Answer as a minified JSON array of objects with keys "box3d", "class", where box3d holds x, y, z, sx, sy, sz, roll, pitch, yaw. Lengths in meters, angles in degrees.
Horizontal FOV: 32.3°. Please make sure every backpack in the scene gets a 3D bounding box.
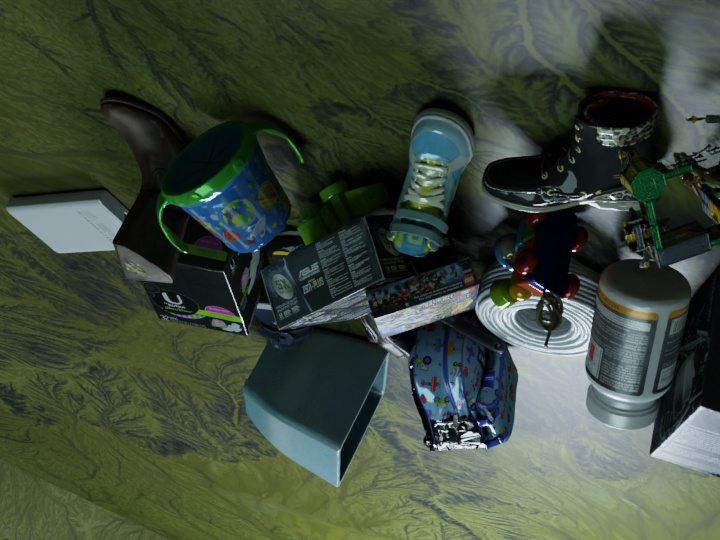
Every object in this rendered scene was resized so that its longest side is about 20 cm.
[{"box3d":[0.147,0.148,1.842,0.134,0.183,0.200,-4,136,20],"class":"backpack"}]

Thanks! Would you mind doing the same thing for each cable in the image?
[{"box3d":[0.256,0.049,1.695,0.199,0.069,0.200,24,152,-13],"class":"cable"}]

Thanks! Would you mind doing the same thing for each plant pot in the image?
[{"box3d":[-0.083,0.207,2.075,0.199,0.196,0.197,24,154,10],"class":"plant pot"}]

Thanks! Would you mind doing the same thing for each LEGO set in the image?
[{"box3d":[0.355,-0.094,1.317,0.199,0.116,0.154,-26,116,4],"class":"LEGO set"}]

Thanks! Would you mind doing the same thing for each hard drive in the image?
[{"box3d":[-0.430,-0.073,1.914,0.199,0.026,0.132,-2,147,33],"class":"hard drive"}]

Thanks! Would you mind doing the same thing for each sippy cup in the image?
[{"box3d":[-0.158,-0.097,1.564,0.177,0.140,0.130,-17,128,33],"class":"sippy cup"}]

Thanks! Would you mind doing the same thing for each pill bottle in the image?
[{"box3d":[0.349,0.096,1.590,0.116,0.116,0.201,11,121,12],"class":"pill bottle"}]

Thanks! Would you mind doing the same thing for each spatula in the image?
[{"box3d":[0.121,0.068,1.776,0.200,0.057,0.021,27,180,16],"class":"spatula"}]

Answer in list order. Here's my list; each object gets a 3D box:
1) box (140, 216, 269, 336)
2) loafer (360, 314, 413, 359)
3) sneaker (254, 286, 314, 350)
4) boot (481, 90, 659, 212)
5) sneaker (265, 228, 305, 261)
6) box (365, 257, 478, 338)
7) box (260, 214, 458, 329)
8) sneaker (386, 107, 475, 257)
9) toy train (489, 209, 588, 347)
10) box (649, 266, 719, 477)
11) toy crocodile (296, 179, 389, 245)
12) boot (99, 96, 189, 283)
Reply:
[{"box3d":[-0.229,-0.013,1.801,0.148,0.125,0.200,10,151,11],"class":"box"},{"box3d":[0.031,0.084,1.885,0.071,0.073,0.200,0,148,27],"class":"loafer"},{"box3d":[-0.168,0.060,1.955,0.202,0.077,0.146,11,150,9],"class":"sneaker"},{"box3d":[0.230,-0.133,1.368,0.203,0.074,0.154,3,148,13],"class":"boot"},{"box3d":[-0.046,0.008,1.770,0.199,0.090,0.070,16,153,1],"class":"sneaker"},{"box3d":[0.081,0.038,1.606,0.136,0.038,0.200,-18,169,1],"class":"box"},{"box3d":[0.000,0.000,1.618,0.200,0.086,0.163,-26,167,40],"class":"box"},{"box3d":[0.081,-0.092,1.467,0.079,0.131,0.200,15,153,8],"class":"sneaker"},{"box3d":[0.201,0.020,1.521,0.084,0.201,0.116,29,147,-22],"class":"toy train"},{"box3d":[0.467,0.133,1.585,0.124,0.201,0.197,17,153,0],"class":"box"},{"box3d":[-0.029,-0.073,1.650,0.068,0.062,0.200,60,150,4],"class":"toy crocodile"},{"box3d":[-0.286,-0.099,1.589,0.186,0.201,0.064,33,153,-26],"class":"boot"}]
